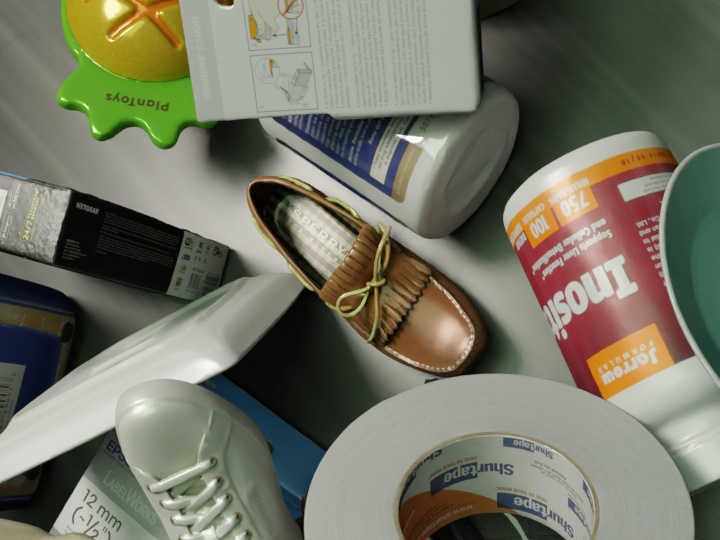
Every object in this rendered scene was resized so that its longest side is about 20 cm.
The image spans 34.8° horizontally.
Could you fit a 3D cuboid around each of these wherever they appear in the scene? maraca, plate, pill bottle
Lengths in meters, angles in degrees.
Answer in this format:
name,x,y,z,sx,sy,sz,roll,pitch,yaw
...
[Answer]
name,x,y,z,sx,sy,sz,roll,pitch,yaw
maraca,-0.153,-0.176,0.840,0.135,0.107,0.202,5,61,-4
plate,0.237,0.021,0.638,0.026,0.198,0.202,-44,62,51
plate,-0.142,0.062,0.760,0.198,0.200,0.033,-27,98,16
pill bottle,0.172,0.029,0.682,0.112,0.113,0.202,-28,71,15
pill bottle,-0.001,-0.117,0.779,0.199,0.111,0.112,35,94,23

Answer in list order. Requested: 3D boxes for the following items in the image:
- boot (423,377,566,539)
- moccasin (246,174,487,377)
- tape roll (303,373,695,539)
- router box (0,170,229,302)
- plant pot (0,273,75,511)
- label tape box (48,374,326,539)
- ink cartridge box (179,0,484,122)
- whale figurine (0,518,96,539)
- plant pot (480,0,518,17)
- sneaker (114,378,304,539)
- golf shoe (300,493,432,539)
name,x,y,z,sx,sy,sz,roll,pitch,yaw
boot,0.123,0.145,0.716,0.130,0.070,0.202,-22,79,9
moccasin,0.001,-0.001,0.775,0.074,0.078,0.201,-48,67,7
tape roll,0.071,0.146,0.603,0.198,0.067,0.201,-4,37,3
router box,-0.203,-0.027,0.795,0.148,0.200,0.052,14,87,23
plant pot,-0.331,0.079,0.836,0.178,0.200,0.202,11,84,17
label tape box,-0.129,0.179,0.804,0.143,0.066,0.201,32,95,23
ink cartridge box,-0.020,-0.188,0.657,0.171,0.044,0.202,-1,113,12
whale figurine,-0.260,0.209,0.728,0.197,0.159,0.105,2,65,-10
plant pot,0.038,-0.288,0.746,0.185,0.200,0.190,-4,78,21
sneaker,-0.074,0.150,0.662,0.072,0.201,0.085,-26,31,10
golf shoe,0.040,0.216,0.723,0.091,0.073,0.202,-23,81,-12
